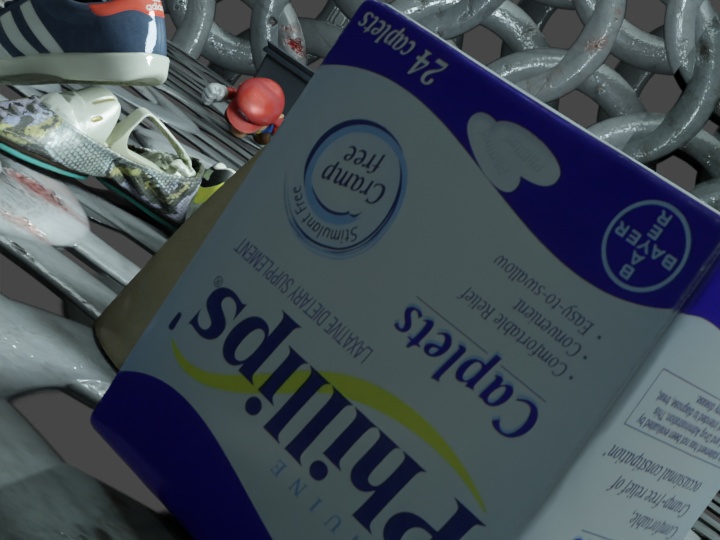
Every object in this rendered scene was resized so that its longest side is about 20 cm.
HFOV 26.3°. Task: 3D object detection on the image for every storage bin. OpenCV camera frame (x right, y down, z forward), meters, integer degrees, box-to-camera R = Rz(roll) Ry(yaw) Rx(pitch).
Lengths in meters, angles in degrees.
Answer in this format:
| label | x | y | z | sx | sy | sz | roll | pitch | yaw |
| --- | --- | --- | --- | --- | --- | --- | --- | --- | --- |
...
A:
| label | x | y | z | sx | sy | sz | roll | pitch | yaw |
| --- | --- | --- | --- | --- | --- | --- | --- | --- | --- |
| storage bin | -0.114 | -0.298 | 2.759 | 0.200 | 0.135 | 0.145 | 40 | 8 | 36 |

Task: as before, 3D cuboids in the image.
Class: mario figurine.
| label | x | y | z | sx | sy | sz | roll | pitch | yaw |
| --- | --- | --- | --- | --- | --- | --- | --- | --- | --- |
| mario figurine | -0.167 | -0.218 | 2.243 | 0.123 | 0.106 | 0.200 | -2 | -2 | -4 |

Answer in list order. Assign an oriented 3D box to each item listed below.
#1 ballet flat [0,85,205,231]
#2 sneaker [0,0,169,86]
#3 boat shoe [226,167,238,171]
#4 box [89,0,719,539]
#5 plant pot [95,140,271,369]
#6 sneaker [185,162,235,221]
| label | x | y | z | sx | sy | sz | roll | pitch | yaw |
| --- | --- | --- | --- | --- | --- | --- | --- | --- | --- |
| ballet flat | -0.179 | -0.090 | 1.068 | 0.072 | 0.072 | 0.200 | 39 | 8 | 39 |
| sneaker | -0.222 | -0.172 | 1.065 | 0.199 | 0.085 | 0.075 | 3 | 3 | 18 |
| boat shoe | -0.019 | -0.040 | 1.130 | 0.199 | 0.057 | 0.067 | 6 | -26 | -14 |
| box | 0.031 | 0.037 | 0.562 | 0.184 | 0.200 | 0.105 | 39 | 9 | 38 |
| plant pot | 0.002 | -0.006 | 0.751 | 0.187 | 0.200 | 0.187 | 33 | 6 | -4 |
| sneaker | -0.022 | -0.024 | 1.048 | 0.199 | 0.077 | 0.075 | 6 | 16 | -23 |
